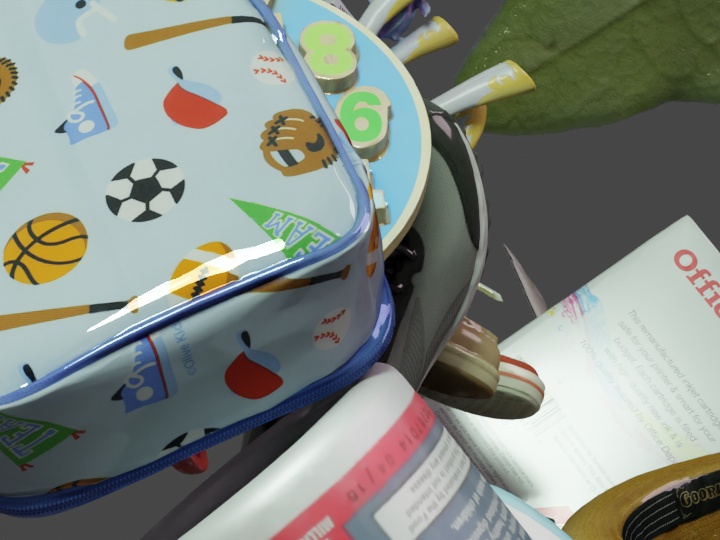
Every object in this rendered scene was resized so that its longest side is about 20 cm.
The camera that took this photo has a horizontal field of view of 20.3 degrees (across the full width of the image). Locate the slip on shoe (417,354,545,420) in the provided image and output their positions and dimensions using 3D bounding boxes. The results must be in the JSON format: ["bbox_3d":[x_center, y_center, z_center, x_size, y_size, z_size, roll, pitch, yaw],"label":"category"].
[{"bbox_3d":[0.014,0.019,1.002,0.199,0.061,0.074,26,-7,41],"label":"slip on shoe"}]

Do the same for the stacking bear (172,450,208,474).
[{"bbox_3d":[-0.078,-0.012,0.779,0.201,0.113,0.122,-100,170,-51],"label":"stacking bear"}]

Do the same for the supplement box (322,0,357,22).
[{"bbox_3d":[-0.021,-0.057,1.203,0.109,0.061,0.201,46,36,-33],"label":"supplement box"}]

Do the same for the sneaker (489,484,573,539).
[{"bbox_3d":[0.080,0.184,0.755,0.199,0.080,0.131,34,47,-2],"label":"sneaker"}]

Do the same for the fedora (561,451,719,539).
[{"bbox_3d":[0.182,0.135,0.867,0.201,0.199,0.082,-83,164,-79],"label":"fedora"}]

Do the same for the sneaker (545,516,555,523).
[{"bbox_3d":[0.120,0.169,0.947,0.116,0.076,0.200,58,12,25],"label":"sneaker"}]

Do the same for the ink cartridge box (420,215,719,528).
[{"bbox_3d":[0.145,0.099,1.121,0.146,0.199,0.145,54,-7,20],"label":"ink cartridge box"}]

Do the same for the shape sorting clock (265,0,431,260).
[{"bbox_3d":[-0.074,-0.048,0.717,0.200,0.199,0.039,57,-23,35],"label":"shape sorting clock"}]

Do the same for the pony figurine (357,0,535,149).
[{"bbox_3d":[-0.011,-0.111,1.369,0.193,0.200,0.167,45,-10,4],"label":"pony figurine"}]

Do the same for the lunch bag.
[{"bbox_3d":[-0.090,-0.028,0.627,0.200,0.160,0.076,58,-11,39],"label":"lunch bag"}]

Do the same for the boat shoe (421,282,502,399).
[{"bbox_3d":[0.000,0.000,0.922,0.073,0.063,0.200,37,-5,-42],"label":"boat shoe"}]

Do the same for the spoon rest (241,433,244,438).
[{"bbox_3d":[-0.019,0.065,0.953,0.099,0.061,0.200,27,-6,17],"label":"spoon rest"}]

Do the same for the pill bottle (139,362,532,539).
[{"bbox_3d":[0.023,0.141,0.624,0.200,0.119,0.120,51,8,-3],"label":"pill bottle"}]

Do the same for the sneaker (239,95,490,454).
[{"bbox_3d":[-0.001,0.029,0.795,0.074,0.201,0.079,18,14,9],"label":"sneaker"}]
